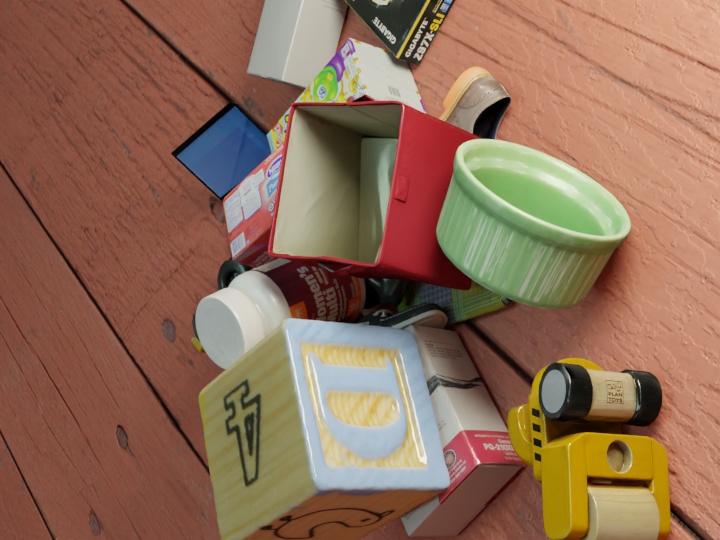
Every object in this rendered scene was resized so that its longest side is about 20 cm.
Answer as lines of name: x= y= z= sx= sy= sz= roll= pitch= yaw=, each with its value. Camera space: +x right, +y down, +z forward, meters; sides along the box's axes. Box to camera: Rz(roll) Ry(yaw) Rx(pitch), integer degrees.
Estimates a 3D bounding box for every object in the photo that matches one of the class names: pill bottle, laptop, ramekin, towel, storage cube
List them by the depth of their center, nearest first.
ramekin: x=0.176 y=-0.047 z=1.320 sx=0.200 sy=0.198 sz=0.099 roll=50 pitch=127 yaw=43
storage cube: x=0.025 y=-0.084 z=1.415 sx=0.169 sy=0.179 sz=0.203 roll=5 pitch=84 yaw=40
pill bottle: x=-0.095 y=0.043 z=1.507 sx=0.109 sy=0.199 sz=0.111 roll=21 pitch=122 yaw=38
towel: x=0.112 y=-0.004 z=1.522 sx=0.199 sy=0.023 sz=0.146 roll=-24 pitch=66 yaw=47
laptop: x=-0.185 y=-0.114 z=1.848 sx=0.177 sy=0.102 sz=0.203 roll=-31 pitch=60 yaw=44

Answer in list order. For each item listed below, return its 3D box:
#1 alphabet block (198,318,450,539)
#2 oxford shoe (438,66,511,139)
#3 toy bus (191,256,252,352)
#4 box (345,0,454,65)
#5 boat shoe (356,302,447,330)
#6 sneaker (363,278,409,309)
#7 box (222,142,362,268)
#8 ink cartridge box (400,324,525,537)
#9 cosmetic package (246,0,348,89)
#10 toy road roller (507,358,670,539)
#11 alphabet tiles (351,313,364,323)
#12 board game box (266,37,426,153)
alphabet block: x=-0.046 y=0.189 z=1.412 sx=0.200 sy=0.193 sz=0.199 roll=-39 pitch=53 yaw=44
oxford shoe: x=0.115 y=-0.143 z=1.510 sx=0.073 sy=0.071 sz=0.202 roll=43 pitch=115 yaw=41
toy bus: x=-0.116 y=0.083 z=1.719 sx=0.193 sy=0.135 sz=0.201 roll=51 pitch=123 yaw=24
box: x=0.055 y=-0.393 z=1.651 sx=0.161 sy=0.049 sz=0.201 roll=-58 pitch=44 yaw=24
boat shoe: x=0.017 y=0.082 z=1.533 sx=0.199 sy=0.074 sz=0.061 roll=-33 pitch=53 yaw=27
sneaker: x=0.000 y=0.000 z=1.598 sx=0.199 sy=0.066 sz=0.092 roll=17 pitch=97 yaw=56
box: x=-0.078 y=-0.093 z=1.594 sx=0.199 sy=0.094 sz=0.104 roll=-39 pitch=50 yaw=32
ink cartridge box: x=0.085 y=0.187 z=1.466 sx=0.145 sy=0.084 sz=0.201 roll=-51 pitch=47 yaw=32
cosmetic package: x=-0.084 y=-0.366 z=1.788 sx=0.107 sy=0.084 sz=0.203 roll=25 pitch=103 yaw=51
toy road roller: x=0.224 y=0.191 z=1.273 sx=0.146 sy=0.121 sz=0.203 roll=-31 pitch=57 yaw=59
alphabet tiles: x=-0.037 y=0.152 z=1.622 sx=0.200 sy=0.008 sz=0.168 roll=-42 pitch=78 yaw=28
board game box: x=-0.022 y=-0.194 z=1.661 sx=0.200 sy=0.104 sz=0.104 roll=-44 pitch=51 yaw=36
